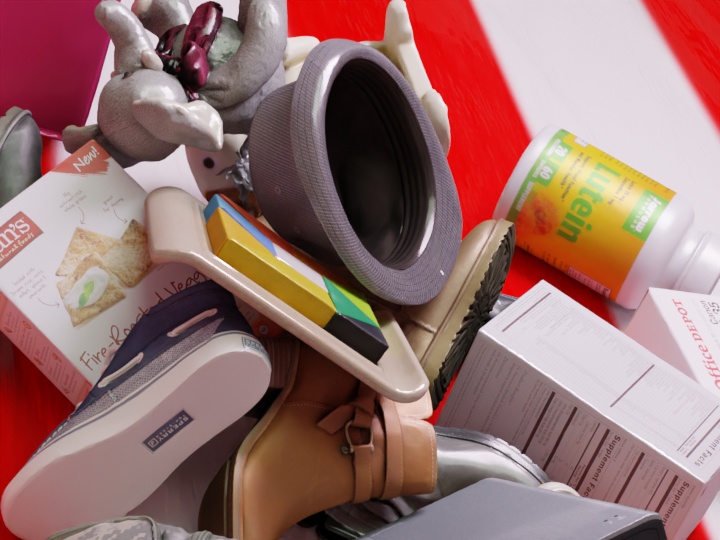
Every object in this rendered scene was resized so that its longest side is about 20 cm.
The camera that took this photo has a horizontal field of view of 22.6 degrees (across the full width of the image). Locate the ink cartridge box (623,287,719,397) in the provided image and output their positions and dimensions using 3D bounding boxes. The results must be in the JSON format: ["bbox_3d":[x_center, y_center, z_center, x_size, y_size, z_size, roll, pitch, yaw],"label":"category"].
[{"bbox_3d":[0.329,0.099,1.498,0.198,0.083,0.147,7,37,-23],"label":"ink cartridge box"}]

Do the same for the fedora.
[{"bbox_3d":[-0.015,-0.066,1.309,0.201,0.090,0.178,56,40,-31],"label":"fedora"}]

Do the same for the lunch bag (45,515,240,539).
[{"bbox_3d":[-0.134,0.237,0.999,0.166,0.140,0.200,9,32,8],"label":"lunch bag"}]

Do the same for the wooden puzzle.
[{"bbox_3d":[-0.050,0.007,1.209,0.199,0.037,0.185,30,9,-15],"label":"wooden puzzle"}]

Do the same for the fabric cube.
[{"bbox_3d":[-0.287,-0.238,1.451,0.194,0.201,0.200,15,13,-11],"label":"fabric cube"}]

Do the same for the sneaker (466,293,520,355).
[{"bbox_3d":[0.101,0.036,1.461,0.198,0.076,0.080,9,33,-20],"label":"sneaker"}]

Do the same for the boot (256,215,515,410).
[{"bbox_3d":[0.000,0.000,1.382,0.199,0.066,0.176,23,61,17],"label":"boot"}]

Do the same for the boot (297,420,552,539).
[{"bbox_3d":[0.034,0.165,1.271,0.199,0.068,0.131,27,46,6],"label":"boot"}]

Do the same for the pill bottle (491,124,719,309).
[{"bbox_3d":[0.226,-0.036,1.599,0.199,0.112,0.111,30,34,11],"label":"pill bottle"}]

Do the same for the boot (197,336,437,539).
[{"bbox_3d":[-0.026,0.141,1.199,0.154,0.077,0.202,12,55,-19],"label":"boot"}]

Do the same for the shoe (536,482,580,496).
[{"bbox_3d":[0.160,0.226,1.207,0.069,0.053,0.201,4,53,-26],"label":"shoe"}]

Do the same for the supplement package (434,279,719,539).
[{"bbox_3d":[0.174,0.120,1.354,0.199,0.110,0.114,35,35,18],"label":"supplement package"}]

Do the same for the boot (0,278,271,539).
[{"bbox_3d":[-0.151,0.091,1.169,0.073,0.199,0.091,56,2,-38],"label":"boot"}]

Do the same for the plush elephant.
[{"bbox_3d":[-0.139,-0.141,1.322,0.154,0.164,0.202,-8,87,-49],"label":"plush elephant"}]

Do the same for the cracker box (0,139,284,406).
[{"bbox_3d":[-0.171,0.023,1.260,0.200,0.058,0.134,43,60,8],"label":"cracker box"}]

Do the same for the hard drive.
[{"bbox_3d":[0.082,0.180,1.138,0.139,0.033,0.200,-22,9,-24],"label":"hard drive"}]

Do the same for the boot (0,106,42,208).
[{"bbox_3d":[-0.197,-0.018,1.338,0.198,0.073,0.183,14,63,-1],"label":"boot"}]

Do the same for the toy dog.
[{"bbox_3d":[-0.045,-0.115,1.464,0.198,0.194,0.141,-13,68,-9],"label":"toy dog"}]
